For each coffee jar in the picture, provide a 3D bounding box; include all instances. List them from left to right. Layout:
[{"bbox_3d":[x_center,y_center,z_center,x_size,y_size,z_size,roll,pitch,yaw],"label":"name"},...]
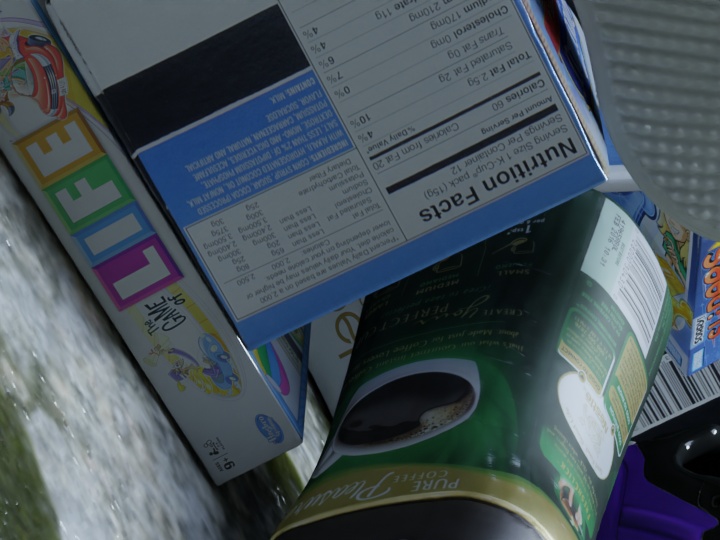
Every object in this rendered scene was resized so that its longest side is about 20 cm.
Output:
[{"bbox_3d":[0.035,0.064,0.773,0.086,0.104,0.201,59,33,-28],"label":"coffee jar"}]

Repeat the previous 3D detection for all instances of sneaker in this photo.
[{"bbox_3d":[0.091,-0.103,0.743,0.082,0.073,0.201,-86,151,-58],"label":"sneaker"},{"bbox_3d":[0.116,0.118,0.794,0.070,0.099,0.201,52,16,-32],"label":"sneaker"}]

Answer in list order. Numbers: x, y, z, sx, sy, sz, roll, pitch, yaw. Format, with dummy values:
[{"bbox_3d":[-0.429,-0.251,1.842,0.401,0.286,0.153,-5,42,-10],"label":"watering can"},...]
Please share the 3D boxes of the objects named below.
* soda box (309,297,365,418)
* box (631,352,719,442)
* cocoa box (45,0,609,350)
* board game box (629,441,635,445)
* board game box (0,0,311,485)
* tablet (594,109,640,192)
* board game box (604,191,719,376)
[{"bbox_3d":[0.000,0.000,0.981,0.201,0.063,0.068,63,11,3],"label":"soda box"},{"bbox_3d":[0.151,-0.007,1.332,0.124,0.199,0.197,55,14,-42],"label":"box"},{"bbox_3d":[-0.005,-0.088,0.797,0.132,0.133,0.200,61,12,-18],"label":"cocoa box"},{"bbox_3d":[0.131,0.087,1.105,0.200,0.199,0.026,26,79,-72],"label":"board game box"},{"bbox_3d":[-0.079,-0.044,0.797,0.201,0.034,0.135,60,12,-19],"label":"board game box"},{"bbox_3d":[0.096,-0.046,0.910,0.130,0.198,0.014,-144,-127,-68],"label":"tablet"},{"bbox_3d":[0.108,-0.066,1.079,0.200,0.034,0.136,55,-16,32],"label":"board game box"}]
